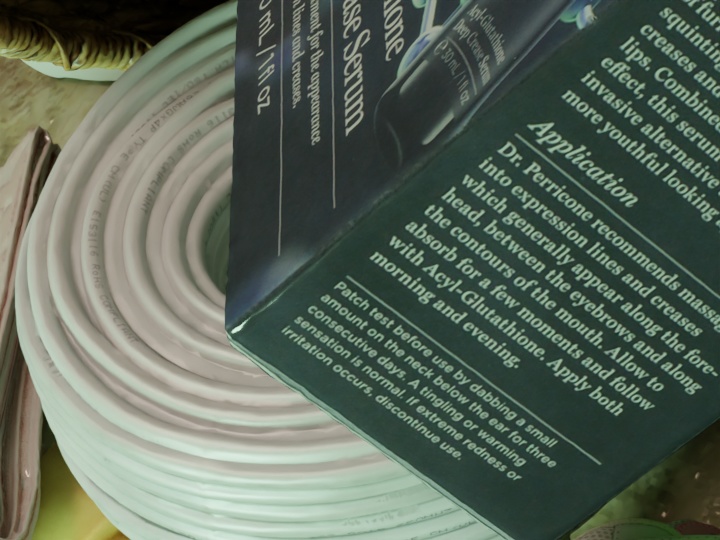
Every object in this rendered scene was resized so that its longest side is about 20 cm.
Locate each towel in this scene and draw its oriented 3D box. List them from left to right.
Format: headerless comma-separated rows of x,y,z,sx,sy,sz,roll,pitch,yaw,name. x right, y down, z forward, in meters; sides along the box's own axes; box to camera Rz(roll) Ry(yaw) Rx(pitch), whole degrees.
-0.156,0.076,1.005,0.200,0.032,0.191,-47,25,37,towel

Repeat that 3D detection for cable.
0.000,0.000,0.872,0.200,0.069,0.200,22,58,32,cable

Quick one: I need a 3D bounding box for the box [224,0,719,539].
0.071,-0.059,0.712,0.200,0.107,0.149,-40,29,26,box

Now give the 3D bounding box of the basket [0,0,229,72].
-0.044,-0.112,0.928,0.149,0.200,0.143,47,122,33,basket

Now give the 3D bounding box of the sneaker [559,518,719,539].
0.082,0.105,0.745,0.200,0.081,0.088,12,72,50,sneaker

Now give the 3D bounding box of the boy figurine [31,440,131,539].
-0.072,0.086,0.941,0.124,0.064,0.201,0,62,46,boy figurine

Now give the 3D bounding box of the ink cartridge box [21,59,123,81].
-0.065,-0.175,1.120,0.145,0.084,0.200,8,67,50,ink cartridge box
